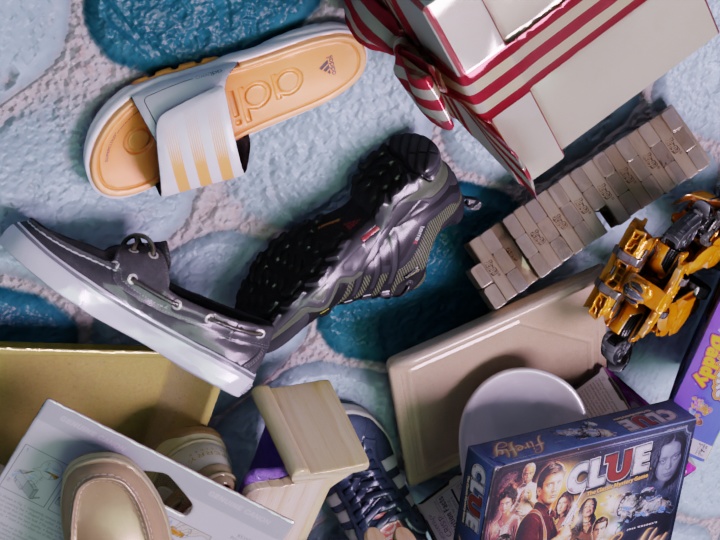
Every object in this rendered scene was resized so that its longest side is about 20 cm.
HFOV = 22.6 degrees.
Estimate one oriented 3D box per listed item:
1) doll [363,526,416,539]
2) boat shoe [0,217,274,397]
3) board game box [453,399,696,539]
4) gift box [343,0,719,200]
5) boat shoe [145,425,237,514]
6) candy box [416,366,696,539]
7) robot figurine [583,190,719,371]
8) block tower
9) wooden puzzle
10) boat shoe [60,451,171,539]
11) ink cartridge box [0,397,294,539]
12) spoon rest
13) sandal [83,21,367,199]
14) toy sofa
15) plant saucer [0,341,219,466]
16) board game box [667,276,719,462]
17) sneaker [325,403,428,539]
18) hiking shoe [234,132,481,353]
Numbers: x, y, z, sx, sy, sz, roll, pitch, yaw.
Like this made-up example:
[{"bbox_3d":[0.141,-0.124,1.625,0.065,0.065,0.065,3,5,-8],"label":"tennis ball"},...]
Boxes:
[{"bbox_3d":[-0.048,0.260,1.367,0.200,0.049,0.136,-38,154,26],"label":"doll"},{"bbox_3d":[-0.143,0.011,1.209,0.200,0.070,0.066,33,90,-16],"label":"boat shoe"},{"bbox_3d":[0.162,0.181,1.383,0.199,0.035,0.136,-10,119,-31],"label":"board game box"},{"bbox_3d":[0.098,-0.170,1.138,0.186,0.185,0.200,-35,127,-2],"label":"gift box"},{"bbox_3d":[-0.141,0.209,1.320,0.073,0.063,0.201,9,120,-33],"label":"boat shoe"},{"bbox_3d":[0.164,0.181,1.505,0.200,0.061,0.136,-38,141,13],"label":"candy box"},{"bbox_3d":[0.228,0.001,1.360,0.200,0.058,0.145,-13,134,-63],"label":"robot figurine"},{"bbox_3d":[0.167,-0.048,1.342,0.200,0.058,0.054,-35,90,-2],"label":"block tower"},{"bbox_3d":[0.109,0.080,1.425,0.184,0.037,0.200,-23,147,-10],"label":"wooden puzzle"},{"bbox_3d":[-0.158,0.216,1.210,0.071,0.065,0.201,-9,116,0],"label":"boat shoe"},{"bbox_3d":[-0.173,0.187,1.254,0.199,0.044,0.174,29,109,-17],"label":"ink cartridge box"},{"bbox_3d":[0.109,0.167,1.402,0.099,0.061,0.201,16,110,-8],"label":"spoon rest"},{"bbox_3d":[-0.082,-0.101,1.178,0.206,0.059,0.079,-26,133,-8],"label":"sandal"},{"bbox_3d":[-0.075,0.177,1.357,0.097,0.083,0.200,-7,140,-26],"label":"toy sofa"},{"bbox_3d":[-0.216,0.124,1.290,0.199,0.049,0.201,3,123,-31],"label":"plant saucer"},{"bbox_3d":[0.302,0.035,1.444,0.045,0.135,0.201,23,121,8],"label":"board game box"},{"bbox_3d":[0.013,0.188,1.438,0.075,0.085,0.200,-31,133,-3],"label":"sneaker"},{"bbox_3d":[0.000,0.000,1.290,0.200,0.076,0.101,-42,130,6],"label":"hiking shoe"}]
